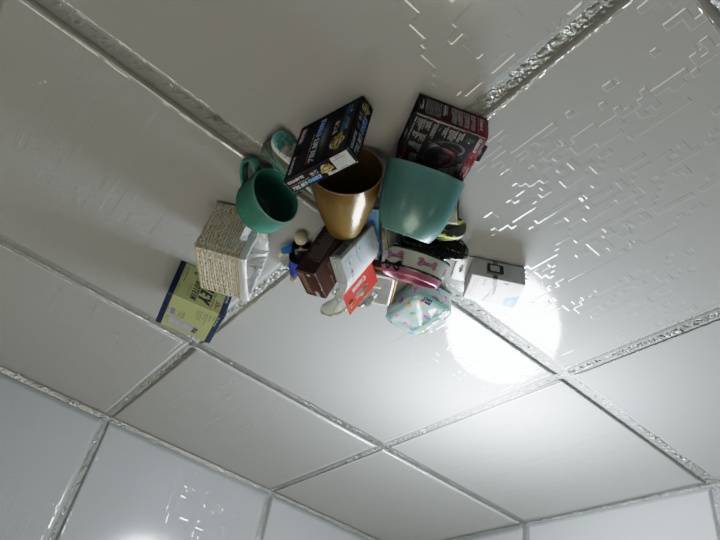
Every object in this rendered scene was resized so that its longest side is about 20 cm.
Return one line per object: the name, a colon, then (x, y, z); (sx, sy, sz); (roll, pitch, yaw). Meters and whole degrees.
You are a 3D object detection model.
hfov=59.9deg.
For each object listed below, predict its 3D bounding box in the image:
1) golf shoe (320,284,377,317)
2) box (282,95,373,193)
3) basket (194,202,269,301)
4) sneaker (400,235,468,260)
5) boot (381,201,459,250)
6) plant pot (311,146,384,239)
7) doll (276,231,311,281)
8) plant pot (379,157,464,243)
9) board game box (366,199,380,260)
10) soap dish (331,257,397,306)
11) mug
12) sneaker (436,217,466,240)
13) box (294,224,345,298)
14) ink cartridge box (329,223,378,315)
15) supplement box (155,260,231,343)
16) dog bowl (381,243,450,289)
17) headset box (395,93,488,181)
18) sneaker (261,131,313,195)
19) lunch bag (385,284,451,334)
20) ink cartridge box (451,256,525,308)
golf shoe: (-0.048, 0.071, 1.854); (0.197, 0.079, 0.098); (-21, 113, 27)
box: (-0.075, -0.293, 1.448); (0.196, 0.203, 0.050); (-18, 131, 32)
basket: (-0.367, -0.056, 1.806); (0.157, 0.201, 0.202); (13, 141, 5)
sneaker: (0.207, -0.068, 1.753); (0.196, 0.077, 0.080); (16, 158, 0)
boot: (0.156, -0.136, 1.624); (0.195, 0.073, 0.186); (6, 99, 4)
plant pot: (-0.040, -0.180, 1.574); (0.182, 0.189, 0.202); (9, 138, 3)
doll: (-0.186, -0.040, 1.889); (0.133, 0.049, 0.202); (11, 140, 0)
plant pot: (0.132, -0.161, 1.501); (0.197, 0.164, 0.201); (19, -176, -1)
board game box: (-0.017, -0.120, 1.754); (0.148, 0.046, 0.202); (8, 140, 6)
soap dish: (0.012, 0.021, 1.884); (0.195, 0.082, 0.159); (11, 140, 1)
mug: (-0.259, -0.193, 1.671); (0.150, 0.189, 0.113); (13, 151, -42)
sneaker: (0.191, -0.114, 1.686); (0.196, 0.076, 0.085); (15, 171, 18)
box: (-0.086, -0.036, 1.673); (0.074, 0.202, 0.101); (10, 143, 29)
ink cartridge box: (0.000, 0.000, 1.701); (0.047, 0.160, 0.203); (9, 132, 35)
supplement box: (-0.551, 0.110, 2.088); (0.197, 0.136, 0.200); (25, 139, -15)
dog bowl: (0.145, -0.008, 1.728); (0.196, 0.075, 0.200); (18, 175, 2)
headset box: (0.199, -0.302, 1.464); (0.196, 0.076, 0.150); (18, 140, -7)
sneaker: (-0.178, -0.273, 1.614); (0.090, 0.078, 0.201); (-4, 136, 43)
lunch bag: (0.187, 0.119, 1.954); (0.159, 0.078, 0.199); (32, 136, -22)
ink cartridge box: (0.368, 0.033, 1.816); (0.195, 0.068, 0.117); (11, 141, 1)
